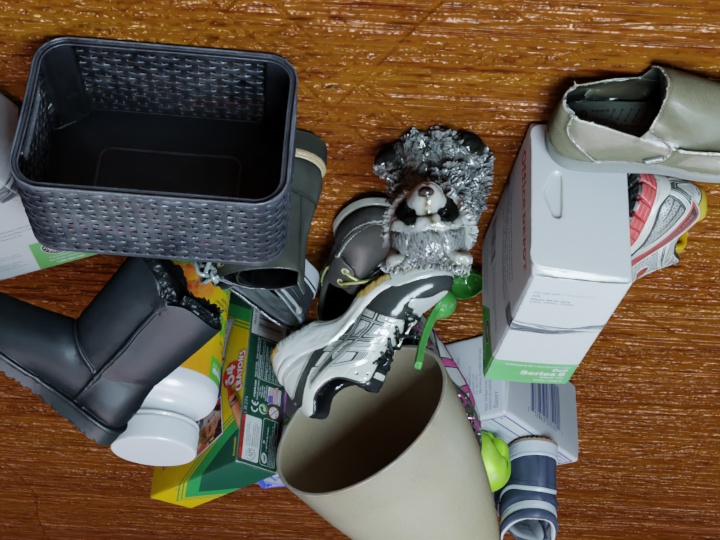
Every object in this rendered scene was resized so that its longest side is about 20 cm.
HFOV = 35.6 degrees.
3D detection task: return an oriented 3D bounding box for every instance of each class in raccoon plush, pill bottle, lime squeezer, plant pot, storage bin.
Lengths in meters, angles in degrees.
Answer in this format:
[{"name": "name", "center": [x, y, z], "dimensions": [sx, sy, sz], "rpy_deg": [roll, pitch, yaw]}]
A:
[{"name": "raccoon plush", "center": [0.078, -0.027, 0.947], "dimensions": [0.096, 0.135, 0.200], "rpy_deg": [-12, 148, 25]}, {"name": "pill bottle", "center": [-0.192, 0.085, 1.113], "dimensions": [0.110, 0.201, 0.111], "rpy_deg": [2, 152, 1]}, {"name": "lime squeezer", "center": [0.100, 0.036, 1.105], "dimensions": [0.200, 0.071, 0.038], "rpy_deg": [-26, 162, -38]}, {"name": "plant pot", "center": [0.048, 0.209, 1.094], "dimensions": [0.187, 0.188, 0.200], "rpy_deg": [-16, 122, 32]}, {"name": "storage bin", "center": [-0.150, -0.090, 0.854], "dimensions": [0.199, 0.136, 0.094], "rpy_deg": [5, 151, -3]}]

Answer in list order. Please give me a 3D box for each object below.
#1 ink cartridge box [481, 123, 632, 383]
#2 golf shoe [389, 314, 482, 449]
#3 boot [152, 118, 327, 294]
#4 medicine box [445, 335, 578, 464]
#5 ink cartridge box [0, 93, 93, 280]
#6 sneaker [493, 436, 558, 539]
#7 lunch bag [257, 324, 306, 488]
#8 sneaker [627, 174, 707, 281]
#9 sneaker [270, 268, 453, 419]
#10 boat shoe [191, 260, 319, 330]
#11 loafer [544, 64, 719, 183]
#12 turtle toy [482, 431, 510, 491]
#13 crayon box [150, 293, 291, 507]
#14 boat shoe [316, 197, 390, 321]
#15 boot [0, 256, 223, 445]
[{"name": "ink cartridge box", "center": [0.162, -0.008, 0.961], "dimensions": [0.084, 0.147, 0.200], "rpy_deg": [6, 152, -3]}, {"name": "golf shoe", "center": [0.077, 0.115, 1.181], "dimensions": [0.072, 0.092, 0.201], "rpy_deg": [-20, 107, 15]}, {"name": "boot", "center": [-0.132, -0.048, 0.927], "dimensions": [0.199, 0.139, 0.078], "rpy_deg": [-2, 152, 11]}, {"name": "medicine box", "center": [0.130, 0.169, 1.338], "dimensions": [0.199, 0.103, 0.182], "rpy_deg": [-16, 146, 32]}, {"name": "ink cartridge box", "center": [-0.330, -0.077, 0.949], "dimensions": [0.145, 0.085, 0.200], "rpy_deg": [-12, 148, 26]}, {"name": "sneaker", "center": [0.180, 0.277, 1.309], "dimensions": [0.070, 0.109, 0.200], "rpy_deg": [7, 151, -7]}, {"name": "lunch bag", "center": [-0.021, 0.153, 1.253], "dimensions": [0.199, 0.171, 0.124], "rpy_deg": [-4, 153, 12]}, {"name": "sneaker", "center": [0.249, -0.016, 1.012], "dimensions": [0.082, 0.078, 0.200], "rpy_deg": [5, 152, -7]}, {"name": "sneaker", "center": [0.014, 0.069, 1.062], "dimensions": [0.200, 0.088, 0.076], "rpy_deg": [-34, 155, 14]}, {"name": "boat shoe", "center": [-0.121, -0.012, 1.045], "dimensions": [0.073, 0.068, 0.199], "rpy_deg": [-14, 137, 37]}, {"name": "loafer", "center": [0.237, -0.111, 0.838], "dimensions": [0.199, 0.076, 0.070], "rpy_deg": [-3, 155, 12]}, {"name": "turtle toy", "center": [0.101, 0.262, 1.262], "dimensions": [0.101, 0.146, 0.201], "rpy_deg": [4, 127, -24]}, {"name": "crayon box", "center": [-0.149, 0.135, 1.201], "dimensions": [0.058, 0.201, 0.172], "rpy_deg": [24, 145, -33]}, {"name": "boat shoe", "center": [0.000, 0.000, 1.083], "dimensions": [0.071, 0.061, 0.201], "rpy_deg": [9, 151, -8]}, {"name": "boot", "center": [-0.242, 0.037, 1.000], "dimensions": [0.200, 0.076, 0.168], "rpy_deg": [40, 100, -7]}]
